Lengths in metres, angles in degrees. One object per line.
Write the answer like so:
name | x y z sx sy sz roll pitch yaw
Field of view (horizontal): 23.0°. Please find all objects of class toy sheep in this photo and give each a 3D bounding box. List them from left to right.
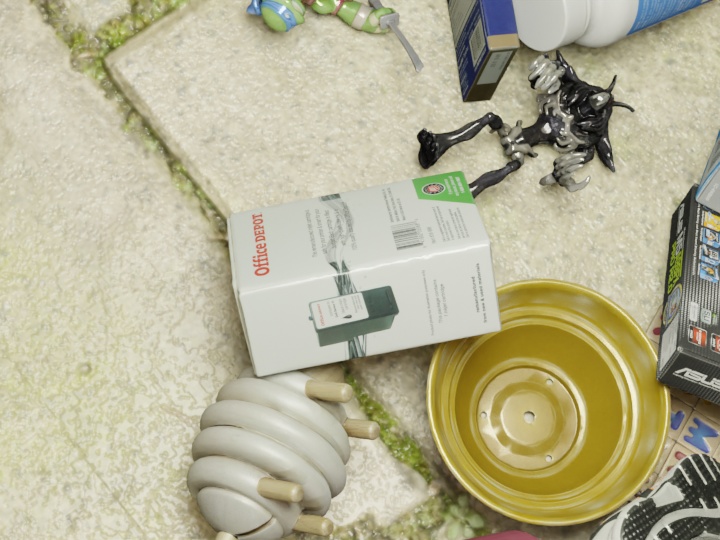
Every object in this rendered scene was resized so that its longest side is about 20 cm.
toy sheep | -0.069 0.147 1.383 0.138 0.138 0.200 30 60 1

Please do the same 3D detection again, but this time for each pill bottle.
pill bottle | 0.222 -0.258 1.525 0.200 0.112 0.112 -25 79 -31

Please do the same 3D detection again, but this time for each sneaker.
sneaker | 0.236 0.204 1.413 0.200 0.080 0.074 -14 72 -49

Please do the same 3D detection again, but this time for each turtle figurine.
turtle figurine | 0.010 -0.277 1.511 0.144 0.200 0.194 39 64 -32

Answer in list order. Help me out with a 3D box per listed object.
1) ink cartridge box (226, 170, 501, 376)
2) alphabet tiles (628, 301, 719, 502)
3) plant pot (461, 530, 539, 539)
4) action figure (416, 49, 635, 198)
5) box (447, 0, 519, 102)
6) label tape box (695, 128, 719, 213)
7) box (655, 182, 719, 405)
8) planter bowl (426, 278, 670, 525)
ink cartridge box | 0.000 0.000 1.407 0.199 0.147 0.083 -10 117 -1
alphabet tiles | 0.297 0.126 1.507 0.167 0.008 0.200 32 72 1
plant pot | 0.069 0.288 1.343 0.179 0.200 0.201 -20 78 -29
action figure | 0.155 -0.118 1.505 0.199 0.102 0.119 -26 94 -14
box | 0.096 -0.260 1.526 0.032 0.121 0.201 -7 76 -9
label tape box | 0.402 -0.077 1.522 0.199 0.066 0.143 26 47 2
box | 0.333 0.033 1.472 0.160 0.044 0.200 21 46 -5
planter bowl | 0.145 0.113 1.448 0.199 0.083 0.201 2 75 -8
